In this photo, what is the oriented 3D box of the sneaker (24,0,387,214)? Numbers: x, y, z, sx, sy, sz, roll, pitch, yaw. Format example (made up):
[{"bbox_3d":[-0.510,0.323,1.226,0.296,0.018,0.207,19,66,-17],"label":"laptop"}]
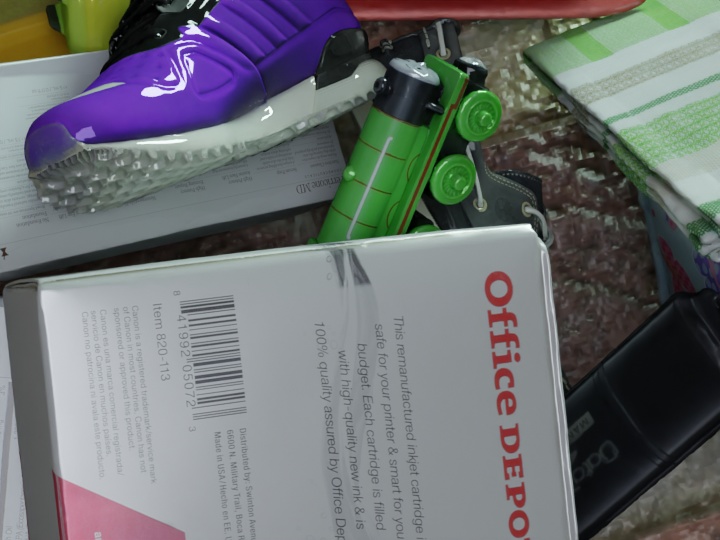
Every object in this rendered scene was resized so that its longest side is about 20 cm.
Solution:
[{"bbox_3d":[-0.072,-0.090,0.804,0.200,0.069,0.100,-25,92,-53],"label":"sneaker"}]

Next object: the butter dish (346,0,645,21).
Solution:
[{"bbox_3d":[0.047,-0.219,0.880,0.198,0.148,0.202,-2,86,-8],"label":"butter dish"}]

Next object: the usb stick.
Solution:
[{"bbox_3d":[0.094,0.084,0.862,0.200,0.032,0.056,-47,69,33],"label":"usb stick"}]

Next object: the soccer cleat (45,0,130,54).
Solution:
[{"bbox_3d":[-0.095,-0.182,0.875,0.083,0.065,0.202,8,63,-10],"label":"soccer cleat"}]

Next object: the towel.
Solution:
[{"bbox_3d":[0.173,-0.076,0.874,0.148,0.200,0.031,-21,122,-8],"label":"towel"}]

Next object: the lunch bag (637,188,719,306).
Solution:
[{"bbox_3d":[0.247,-0.006,0.870,0.199,0.170,0.128,-27,130,-6],"label":"lunch bag"}]

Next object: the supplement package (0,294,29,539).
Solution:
[{"bbox_3d":[-0.154,0.066,0.852,0.198,0.114,0.111,5,87,-7],"label":"supplement package"}]

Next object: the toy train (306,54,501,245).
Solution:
[{"bbox_3d":[0.000,0.000,0.850,0.056,0.042,0.201,14,103,-35],"label":"toy train"}]

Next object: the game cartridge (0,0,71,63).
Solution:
[{"bbox_3d":[-0.180,-0.136,0.857,0.176,0.032,0.201,-26,90,-44],"label":"game cartridge"}]

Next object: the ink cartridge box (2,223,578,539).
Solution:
[{"bbox_3d":[-0.027,0.065,0.774,0.198,0.083,0.148,-6,92,-19],"label":"ink cartridge box"}]

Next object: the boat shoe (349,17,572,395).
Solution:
[{"bbox_3d":[0.058,-0.016,0.905,0.067,0.072,0.201,-25,88,-4],"label":"boat shoe"}]

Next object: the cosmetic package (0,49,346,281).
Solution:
[{"bbox_3d":[-0.097,-0.050,0.847,0.199,0.050,0.083,-14,85,-45],"label":"cosmetic package"}]
